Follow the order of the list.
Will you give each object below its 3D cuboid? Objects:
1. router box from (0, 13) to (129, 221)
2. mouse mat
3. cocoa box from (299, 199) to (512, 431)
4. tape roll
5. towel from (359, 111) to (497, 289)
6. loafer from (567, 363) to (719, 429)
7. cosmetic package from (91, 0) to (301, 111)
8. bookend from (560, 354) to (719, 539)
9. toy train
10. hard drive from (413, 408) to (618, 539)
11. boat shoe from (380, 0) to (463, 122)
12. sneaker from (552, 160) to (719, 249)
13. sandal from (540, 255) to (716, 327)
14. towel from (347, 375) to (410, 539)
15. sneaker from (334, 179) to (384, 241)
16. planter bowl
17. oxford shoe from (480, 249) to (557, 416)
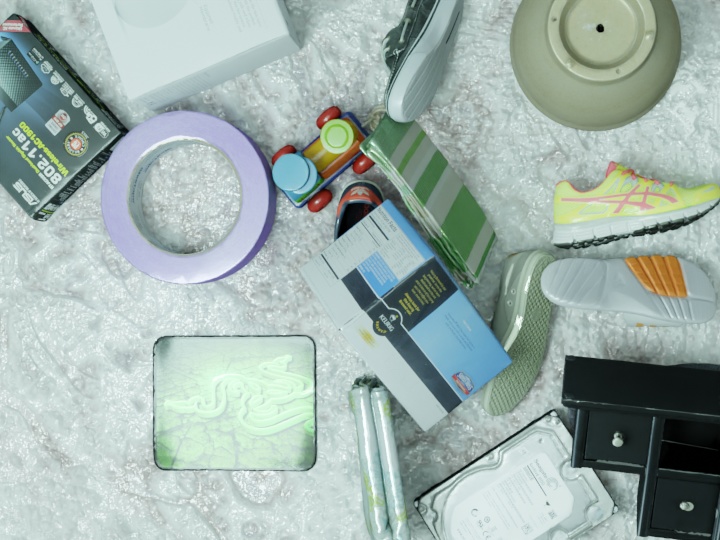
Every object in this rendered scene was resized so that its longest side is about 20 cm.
[{"bbox_3d":[-0.393,-0.181,1.788,0.150,0.062,0.200,-43,86,5],"label":"router box"},{"bbox_3d":[-0.151,0.158,1.792,0.198,0.008,0.162,-1,90,5],"label":"mouse mat"},{"bbox_3d":[0.052,0.050,1.661,0.131,0.134,0.200,-38,129,1],"label":"cocoa box"},{"bbox_3d":[-0.201,-0.084,1.768,0.198,0.066,0.202,0,89,5],"label":"tape roll"},{"bbox_3d":[0.081,-0.087,1.685,0.023,0.153,0.200,-33,101,26],"label":"towel"},{"bbox_3d":[0.335,0.151,1.722,0.198,0.072,0.063,-8,112,11],"label":"loafer"},{"bbox_3d":[-0.198,-0.318,1.740,0.199,0.123,0.201,-21,88,6],"label":"cosmetic package"},{"bbox_3d":[0.314,0.210,1.667,0.198,0.092,0.200,7,119,7],"label":"bookend"},{"bbox_3d":[-0.017,-0.155,1.725,0.200,0.116,0.085,-40,87,4],"label":"toy train"},{"bbox_3d":[0.179,0.272,1.744,0.199,0.038,0.140,-33,87,4],"label":"hard drive"},{"bbox_3d":[0.058,-0.245,1.715,0.070,0.072,0.201,12,50,17],"label":"boat shoe"},{"bbox_3d":[0.312,-0.084,1.715,0.198,0.078,0.091,-10,82,4],"label":"sneaker"},{"bbox_3d":[0.302,0.024,1.722,0.205,0.059,0.080,6,66,-5],"label":"sandal"},{"bbox_3d":[0.019,0.222,1.693,0.048,0.171,0.202,-9,89,-1],"label":"towel"},{"bbox_3d":[0.000,0.000,1.730,0.074,0.085,0.202,-5,100,3],"label":"sneaker"},{"bbox_3d":[0.267,-0.262,1.690,0.198,0.135,0.202,0,90,6],"label":"planter bowl"},{"bbox_3d":[0.176,0.069,1.739,0.058,0.075,0.202,23,103,46],"label":"oxford shoe"}]
